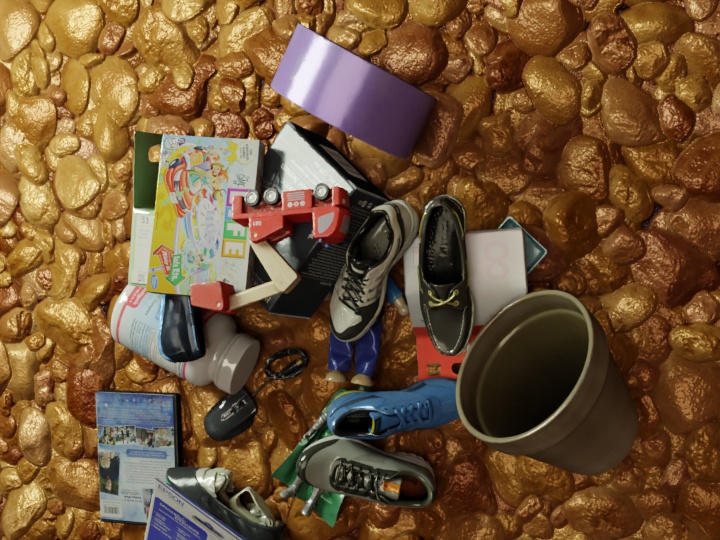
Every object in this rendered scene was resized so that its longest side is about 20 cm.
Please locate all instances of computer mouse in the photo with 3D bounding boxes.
[{"bbox_3d":[-0.153,0.179,1.287,0.199,0.034,0.059,-43,81,15],"label":"computer mouse"}]

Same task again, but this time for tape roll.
[{"bbox_3d":[-0.008,-0.224,1.123,0.197,0.200,0.086,30,103,12],"label":"tape roll"}]

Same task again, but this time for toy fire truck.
[{"bbox_3d":[-0.107,-0.024,1.082,0.195,0.049,0.145,-4,80,14],"label":"toy fire truck"}]

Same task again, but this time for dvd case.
[{"bbox_3d":[-0.334,0.285,1.359,0.139,0.018,0.205,0,94,16],"label":"dvd case"}]

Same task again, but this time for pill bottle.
[{"bbox_3d":[-0.246,0.093,1.269,0.197,0.109,0.111,25,101,13],"label":"pill bottle"}]

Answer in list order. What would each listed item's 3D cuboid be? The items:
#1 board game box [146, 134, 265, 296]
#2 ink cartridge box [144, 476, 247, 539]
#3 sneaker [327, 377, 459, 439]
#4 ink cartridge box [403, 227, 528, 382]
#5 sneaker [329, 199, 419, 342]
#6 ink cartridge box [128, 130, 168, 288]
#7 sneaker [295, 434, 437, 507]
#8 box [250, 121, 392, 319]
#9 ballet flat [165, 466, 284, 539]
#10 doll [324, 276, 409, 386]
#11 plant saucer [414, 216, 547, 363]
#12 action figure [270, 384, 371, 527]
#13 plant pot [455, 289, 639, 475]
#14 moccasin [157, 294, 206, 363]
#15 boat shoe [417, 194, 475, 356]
[{"bbox_3d":[-0.197,-0.068,1.149,0.131,0.034,0.205,4,85,8],"label":"board game box"},{"bbox_3d":[-0.214,0.390,1.269,0.195,0.047,0.202,32,131,12],"label":"ink cartridge box"},{"bbox_3d":[0.053,0.189,1.171,0.195,0.079,0.068,-7,104,3],"label":"sneaker"},{"bbox_3d":[0.140,0.051,1.162,0.159,0.057,0.205,-3,89,17],"label":"ink cartridge box"},{"bbox_3d":[0.000,0.000,1.142,0.075,0.087,0.203,29,106,20],"label":"sneaker"},{"bbox_3d":[-0.265,-0.084,1.241,0.047,0.145,0.205,7,96,15],"label":"ink cartridge box"},{"bbox_3d":[0.012,0.270,1.187,0.195,0.079,0.076,11,96,-10],"label":"sneaker"},{"bbox_3d":[-0.081,-0.064,1.189,0.148,0.106,0.202,43,106,27],"label":"box"},{"bbox_3d":[-0.189,0.330,1.294,0.198,0.073,0.074,37,104,7],"label":"ballet flat"},{"bbox_3d":[0.002,0.051,1.216,0.133,0.048,0.205,4,87,23],"label":"doll"},{"bbox_3d":[0.158,0.027,1.188,0.070,0.019,0.201,42,104,10],"label":"plant saucer"},{"bbox_3d":[-0.040,0.242,1.250,0.117,0.055,0.203,32,99,15],"label":"action figure"},{"bbox_3d":[0.241,0.155,1.081,0.199,0.201,0.173,-42,121,16],"label":"plant pot"},{"bbox_3d":[-0.223,0.022,1.201,0.066,0.080,0.205,0,84,12],"label":"moccasin"},{"bbox_3d":[0.102,0.011,1.116,0.070,0.060,0.207,-2,97,17],"label":"boat shoe"}]
